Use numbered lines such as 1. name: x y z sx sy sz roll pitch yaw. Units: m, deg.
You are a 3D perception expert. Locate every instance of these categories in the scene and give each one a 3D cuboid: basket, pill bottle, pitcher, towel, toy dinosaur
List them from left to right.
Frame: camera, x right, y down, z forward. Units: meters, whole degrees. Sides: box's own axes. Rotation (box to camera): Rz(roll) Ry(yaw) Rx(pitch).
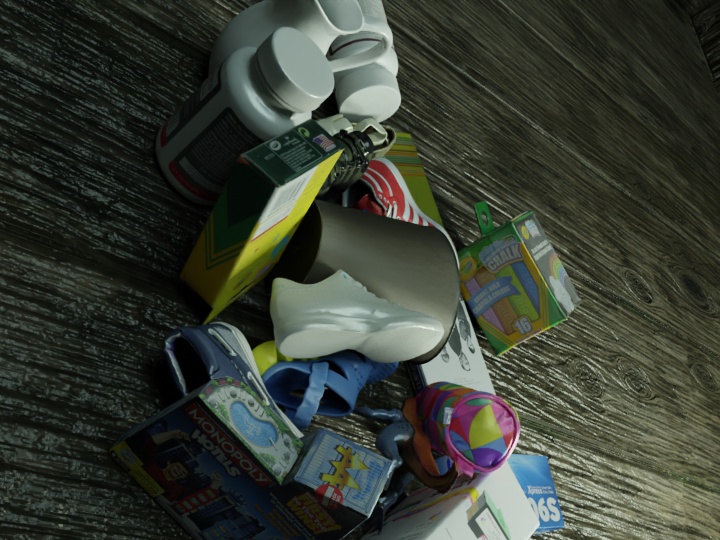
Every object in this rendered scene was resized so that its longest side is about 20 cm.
1. pill bottle: -0.121 -0.162 0.869 0.110 0.199 0.113 27 47 -33
2. pitcher: -0.074 -0.260 0.991 0.170 0.199 0.123 22 50 -39
3. pill bottle: -0.006 -0.318 1.185 0.108 0.109 0.204 11 57 -44
4. basket: 0.000 0.000 0.961 0.198 0.135 0.183 20 51 -35
5. toy dinosaur: 0.050 0.191 0.872 0.181 0.196 0.107 -39 121 -54
6. towel: 0.073 -0.112 1.215 0.085 0.018 0.204 -4 69 -44

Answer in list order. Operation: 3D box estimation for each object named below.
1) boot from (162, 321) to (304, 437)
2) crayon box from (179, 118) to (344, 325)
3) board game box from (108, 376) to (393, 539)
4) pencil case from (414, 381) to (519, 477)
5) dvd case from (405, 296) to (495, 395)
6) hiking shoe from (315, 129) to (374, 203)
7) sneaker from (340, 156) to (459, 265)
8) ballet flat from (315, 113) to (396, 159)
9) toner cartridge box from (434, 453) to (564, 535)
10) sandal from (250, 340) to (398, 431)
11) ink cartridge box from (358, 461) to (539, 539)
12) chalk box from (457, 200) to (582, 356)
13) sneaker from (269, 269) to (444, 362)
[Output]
1. boot: -0.114 0.141 0.762 0.202 0.072 0.090 57 15 12
2. crayon box: -0.106 -0.046 0.827 0.051 0.201 0.127 39 36 7
3. board game box: -0.080 0.172 0.688 0.201 0.198 0.062 49 39 -13
4. pencil case: 0.108 0.169 0.913 0.089 0.087 0.200 59 -7 1
5. dvd case: 0.116 0.125 1.093 0.149 0.025 0.204 3 64 -48
6. hiking shoe: -0.035 -0.136 0.972 0.076 0.100 0.200 50 2 4
7. sneaker: 0.047 -0.055 1.098 0.201 0.071 0.112 54 33 5
8. ballet flat: -0.019 -0.178 1.102 0.198 0.075 0.069 -13 76 -52
9. toner cartridge box: 0.177 0.283 1.040 0.198 0.043 0.097 14 54 -43
10. sandal: -0.032 0.119 0.871 0.197 0.080 0.087 -7 48 -42
11. ink cartridge box: 0.071 0.283 0.832 0.199 0.144 0.085 -23 82 -53
12. chalk box: 0.211 -0.004 1.197 0.202 0.123 0.124 61 28 5
13. sneaker: -0.001 0.040 0.854 0.197 0.075 0.090 8 49 -32
